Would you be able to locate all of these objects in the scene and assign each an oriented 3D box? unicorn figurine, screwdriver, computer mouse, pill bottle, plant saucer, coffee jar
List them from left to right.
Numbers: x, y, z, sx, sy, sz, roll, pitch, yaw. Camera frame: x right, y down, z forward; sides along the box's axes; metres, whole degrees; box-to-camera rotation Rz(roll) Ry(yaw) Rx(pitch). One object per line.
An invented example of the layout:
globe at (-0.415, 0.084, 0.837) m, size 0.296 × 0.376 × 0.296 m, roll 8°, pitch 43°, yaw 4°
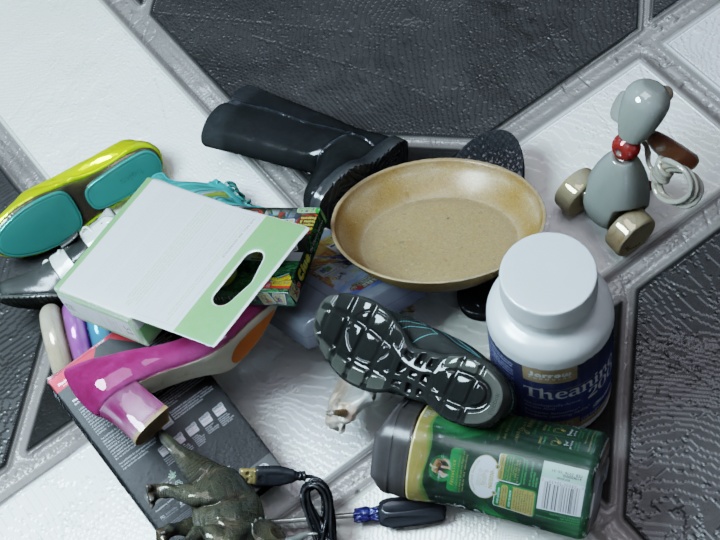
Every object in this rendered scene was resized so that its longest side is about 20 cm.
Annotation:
computer mouse at (-0.108, 0.239, 1.319) m, size 0.200 × 0.046 × 0.141 m, roll -4°, pitch 74°, yaw -7°
screwdriver at (-0.022, 0.223, 1.364) m, size 0.200 × 0.028 × 0.029 m, roll -7°, pitch 28°, yaw 0°
unicorn figurine at (0.009, 0.083, 1.424) m, size 0.137 × 0.074 × 0.200 m, roll -24°, pitch 32°, yaw -11°
plant saucer at (0.073, -0.036, 1.421) m, size 0.200 × 0.035 × 0.200 m, roll -4°, pitch 37°, yaw 3°
coffee jar at (0.112, 0.168, 1.336) m, size 0.200 × 0.104 × 0.086 m, roll 11°, pitch 105°, yaw 15°
pill bottle at (0.167, 0.055, 1.343) m, size 0.111 × 0.200 × 0.111 m, roll -4°, pitch 57°, yaw 6°

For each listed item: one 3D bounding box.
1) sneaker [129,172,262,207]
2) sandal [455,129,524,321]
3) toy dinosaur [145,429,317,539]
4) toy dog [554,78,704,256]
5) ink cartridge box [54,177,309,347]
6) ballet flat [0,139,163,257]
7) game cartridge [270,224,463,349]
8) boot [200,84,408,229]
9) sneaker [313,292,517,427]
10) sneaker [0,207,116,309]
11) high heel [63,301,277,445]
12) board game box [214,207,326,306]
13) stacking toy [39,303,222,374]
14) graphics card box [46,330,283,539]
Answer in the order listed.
sneaker at (-0.138, -0.060, 1.539) m, size 0.200 × 0.078 × 0.080 m, roll 13°, pitch 48°, yaw 14°
sandal at (0.125, -0.043, 1.512) m, size 0.075 × 0.045 × 0.200 m, roll 0°, pitch 72°, yaw 14°
toy dinosaur at (-0.119, 0.210, 1.286) m, size 0.102 × 0.077 × 0.200 m, roll -11°, pitch 35°, yaw -24°
toy dog at (0.268, -0.104, 1.457) m, size 0.096 × 0.200 × 0.132 m, roll -31°, pitch 83°, yaw -31°
ink cartridge box at (-0.153, 0.001, 1.343) m, size 0.200 × 0.048 × 0.146 m, roll 19°, pitch 59°, yaw 34°
ballet flat at (-0.298, -0.078, 1.583) m, size 0.200 × 0.067 × 0.067 m, roll -31°, pitch 38°, yaw -15°
game cartridge at (0.000, 0.000, 1.455) m, size 0.200 × 0.042 × 0.133 m, roll -30°, pitch 32°, yaw -25°
boot at (-0.077, -0.118, 1.536) m, size 0.200 × 0.066 × 0.165 m, roll 23°, pitch 32°, yaw 23°
sneaker at (0.048, 0.082, 1.339) m, size 0.200 × 0.079 × 0.076 m, roll 29°, pitch 99°, yaw 24°
sneaker at (-0.261, -0.012, 1.499) m, size 0.200 × 0.074 × 0.089 m, roll -11°, pitch 79°, yaw -1°
high heel at (-0.165, 0.064, 1.364) m, size 0.096 × 0.067 × 0.200 m, roll 39°, pitch 66°, yaw 16°
board game box at (-0.138, -0.015, 1.402) m, size 0.200 × 0.023 × 0.105 m, roll 1°, pitch 52°, yaw 22°
stacking toy at (-0.203, 0.050, 1.475) m, size 0.200 × 0.085 × 0.085 m, roll -15°, pitch 57°, yaw -7°
graphics card box at (-0.176, 0.145, 1.390) m, size 0.125 × 0.051 × 0.200 m, roll -37°, pitch 79°, yaw -15°
